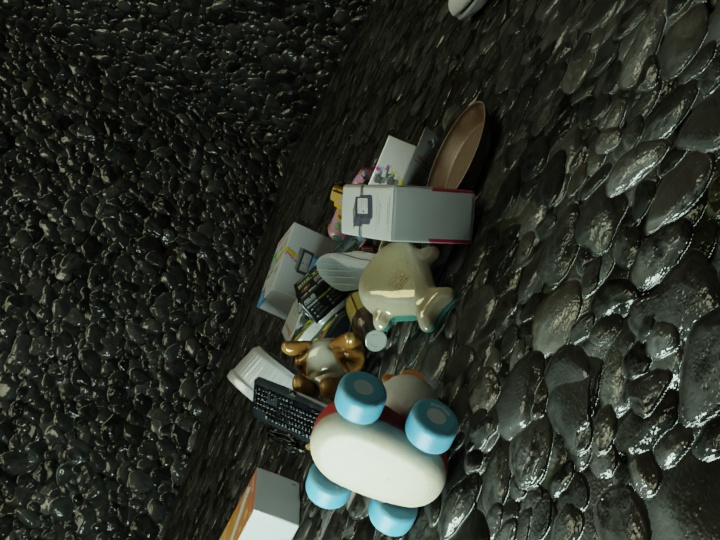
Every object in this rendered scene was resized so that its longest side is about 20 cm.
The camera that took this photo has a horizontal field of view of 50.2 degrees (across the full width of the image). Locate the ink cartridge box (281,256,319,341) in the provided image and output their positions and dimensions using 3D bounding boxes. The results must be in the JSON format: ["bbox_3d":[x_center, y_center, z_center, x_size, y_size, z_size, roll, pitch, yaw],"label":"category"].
[{"bbox_3d":[-0.107,0.082,1.836,0.204,0.082,0.145,-66,14,3],"label":"ink cartridge box"}]

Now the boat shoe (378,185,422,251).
[{"bbox_3d":[0.078,-0.053,1.407,0.075,0.073,0.205,117,177,-64],"label":"boat shoe"}]

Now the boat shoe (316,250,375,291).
[{"bbox_3d":[0.000,0.000,1.490,0.197,0.066,0.075,13,123,43],"label":"boat shoe"}]

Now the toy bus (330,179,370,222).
[{"bbox_3d":[0.010,-0.135,1.549,0.199,0.064,0.080,-16,-55,-60],"label":"toy bus"}]

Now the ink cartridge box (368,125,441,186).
[{"bbox_3d":[0.077,-0.181,1.483,0.204,0.067,0.115,-66,-23,2],"label":"ink cartridge box"}]

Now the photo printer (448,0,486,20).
[{"bbox_3d":[0.257,-0.644,1.632,0.166,0.068,0.204,-37,33,64],"label":"photo printer"}]

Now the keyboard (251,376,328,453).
[{"bbox_3d":[-0.119,0.250,1.260,0.197,0.039,0.107,12,106,43],"label":"keyboard"}]

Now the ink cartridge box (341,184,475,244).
[{"bbox_3d":[0.070,-0.092,1.225,0.199,0.142,0.087,-164,77,-66],"label":"ink cartridge box"}]

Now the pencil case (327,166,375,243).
[{"bbox_3d":[-0.004,-0.149,1.815,0.201,0.086,0.088,-55,18,36],"label":"pencil case"}]

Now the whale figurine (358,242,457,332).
[{"bbox_3d":[0.084,0.038,1.210,0.160,0.104,0.199,-52,37,-4],"label":"whale figurine"}]

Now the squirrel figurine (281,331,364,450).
[{"bbox_3d":[-0.046,0.220,1.339,0.200,0.138,0.191,40,-136,-70],"label":"squirrel figurine"}]

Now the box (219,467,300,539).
[{"bbox_3d":[-0.200,0.511,1.490,0.203,0.096,0.125,-62,15,19],"label":"box"}]

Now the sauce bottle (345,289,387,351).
[{"bbox_3d":[0.012,0.093,1.414,0.066,0.064,0.200,-63,14,13],"label":"sauce bottle"}]

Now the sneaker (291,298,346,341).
[{"bbox_3d":[-0.061,0.118,1.644,0.199,0.085,0.075,-42,16,10],"label":"sneaker"}]

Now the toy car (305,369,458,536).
[{"bbox_3d":[0.037,0.192,0.998,0.201,0.173,0.187,-66,-5,-58],"label":"toy car"}]

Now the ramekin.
[{"bbox_3d":[-0.181,0.247,1.655,0.095,0.201,0.202,-54,13,-6],"label":"ramekin"}]

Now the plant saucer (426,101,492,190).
[{"bbox_3d":[0.172,-0.187,1.309,0.202,0.036,0.202,-60,17,30],"label":"plant saucer"}]

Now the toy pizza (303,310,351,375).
[{"bbox_3d":[-0.072,0.171,1.504,0.202,0.031,0.202,90,-155,-57],"label":"toy pizza"}]

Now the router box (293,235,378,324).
[{"bbox_3d":[-0.048,0.006,1.627,0.199,0.062,0.150,-41,16,2],"label":"router box"}]

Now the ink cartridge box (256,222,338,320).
[{"bbox_3d":[-0.160,0.013,2.012,0.147,0.144,0.204,-42,27,57],"label":"ink cartridge box"}]
